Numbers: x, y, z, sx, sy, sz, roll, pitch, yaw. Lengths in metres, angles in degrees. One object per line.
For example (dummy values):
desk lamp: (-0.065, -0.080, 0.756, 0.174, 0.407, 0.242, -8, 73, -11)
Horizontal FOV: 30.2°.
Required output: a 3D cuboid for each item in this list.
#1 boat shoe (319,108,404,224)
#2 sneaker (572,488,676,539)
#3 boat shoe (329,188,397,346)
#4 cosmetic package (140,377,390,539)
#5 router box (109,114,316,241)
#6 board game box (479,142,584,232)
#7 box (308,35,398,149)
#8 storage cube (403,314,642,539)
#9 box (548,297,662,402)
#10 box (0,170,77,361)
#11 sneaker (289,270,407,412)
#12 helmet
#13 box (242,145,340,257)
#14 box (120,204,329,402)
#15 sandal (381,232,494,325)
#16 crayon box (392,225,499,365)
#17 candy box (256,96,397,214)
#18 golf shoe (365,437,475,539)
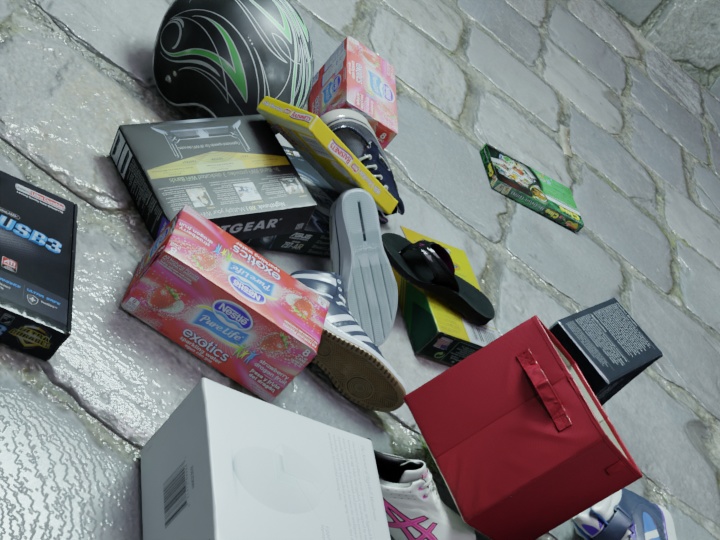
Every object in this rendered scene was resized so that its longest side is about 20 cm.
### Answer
boat shoe: (0.007, -0.139, 1.825, 0.200, 0.075, 0.093, 42, 21, -57)
sneaker: (0.319, 0.348, 1.623, 0.146, 0.081, 0.200, 22, 38, -19)
boat shoe: (0.000, 0.000, 1.663, 0.073, 0.067, 0.200, 1, 80, -23)
cosmetic package: (-0.085, 0.235, 1.217, 0.200, 0.123, 0.199, 24, 34, -28)
router box: (-0.174, -0.108, 1.578, 0.200, 0.052, 0.157, -9, 55, -34)
board game box: (0.294, -0.141, 2.286, 0.200, 0.023, 0.105, 25, 32, -28)
box: (-0.011, -0.242, 1.961, 0.095, 0.103, 0.200, 30, 30, -21)
storage cube: (0.185, 0.189, 1.502, 0.171, 0.180, 0.200, 63, 10, 31)
box: (0.288, 0.134, 1.784, 0.107, 0.148, 0.200, 52, 30, 15)
box: (-0.374, -0.029, 1.290, 0.200, 0.050, 0.199, 27, 34, -28)
sneaker: (-0.020, 0.075, 1.564, 0.200, 0.070, 0.109, 37, 31, -5)
helmet: (-0.153, -0.273, 1.742, 0.191, 0.200, 0.200, 22, 21, 25)
box: (-0.095, -0.094, 1.722, 0.200, 0.044, 0.160, 9, 43, -46)
box: (-0.143, 0.036, 1.436, 0.200, 0.095, 0.100, 35, 31, -14)
sandal: (0.105, -0.001, 1.725, 0.200, 0.048, 0.075, 32, 28, -28)
crayon box: (0.110, 0.040, 1.790, 0.127, 0.051, 0.200, 21, 36, -34)
candy box: (-0.039, -0.142, 1.665, 0.102, 0.026, 0.200, 29, -10, 42)
golf shoe: (0.052, 0.246, 1.406, 0.200, 0.092, 0.073, 30, 30, -24)
